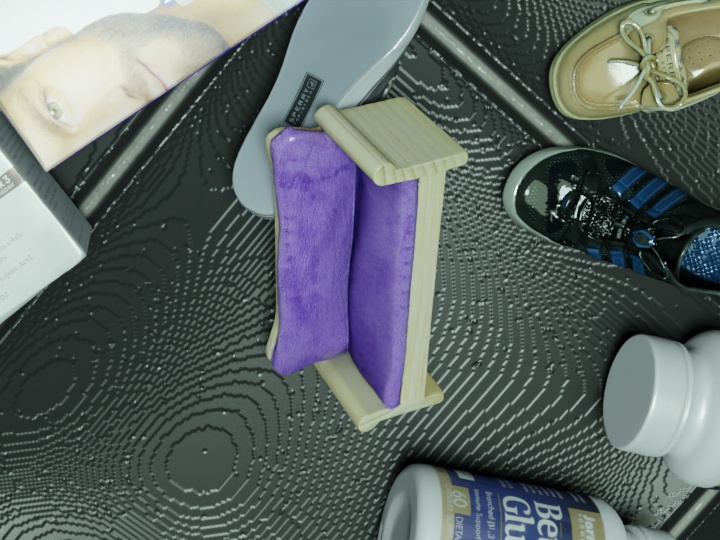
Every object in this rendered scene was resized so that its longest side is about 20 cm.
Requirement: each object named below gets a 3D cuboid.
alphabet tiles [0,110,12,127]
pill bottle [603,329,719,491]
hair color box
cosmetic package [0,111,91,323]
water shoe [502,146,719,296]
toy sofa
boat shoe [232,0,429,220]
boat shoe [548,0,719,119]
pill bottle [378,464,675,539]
[{"bbox_3d":[-0.272,-0.141,0.811,0.195,0.015,0.201,-10,106,-9],"label":"alphabet tiles"},{"bbox_3d":[0.279,0.104,0.913,0.199,0.111,0.112,12,103,-12],"label":"pill bottle"},{"bbox_3d":[-0.141,-0.162,0.793,0.200,0.065,0.110,-35,108,-3],"label":"hair color box"},{"bbox_3d":[-0.266,-0.063,0.783,0.113,0.081,0.200,-37,109,2],"label":"cosmetic package"},{"bbox_3d":[0.196,-0.032,0.880,0.199,0.079,0.072,16,102,-12],"label":"water shoe"},{"bbox_3d":[0.000,0.000,0.815,0.097,0.083,0.201,-14,128,-24],"label":"toy sofa"},{"bbox_3d":[-0.010,-0.120,0.834,0.070,0.066,0.201,31,101,17],"label":"boat shoe"},{"bbox_3d":[0.223,-0.150,0.861,0.199,0.063,0.074,-21,107,-3],"label":"boat shoe"},{"bbox_3d":[0.119,0.207,0.908,0.199,0.111,0.112,12,103,-12],"label":"pill bottle"}]
